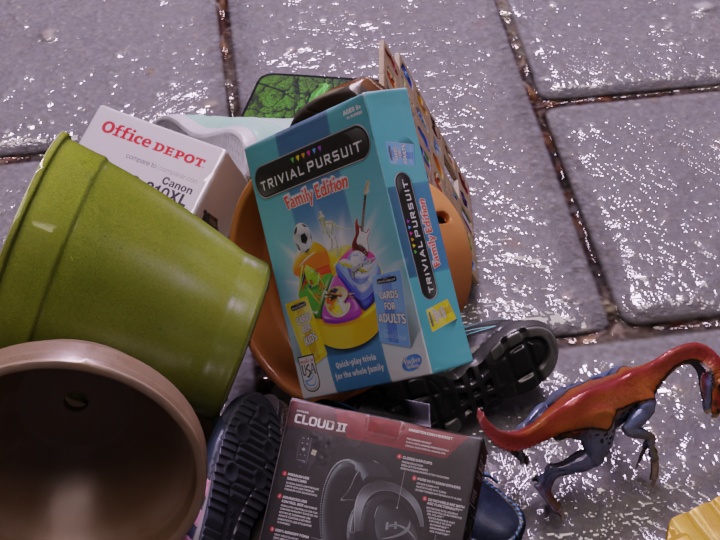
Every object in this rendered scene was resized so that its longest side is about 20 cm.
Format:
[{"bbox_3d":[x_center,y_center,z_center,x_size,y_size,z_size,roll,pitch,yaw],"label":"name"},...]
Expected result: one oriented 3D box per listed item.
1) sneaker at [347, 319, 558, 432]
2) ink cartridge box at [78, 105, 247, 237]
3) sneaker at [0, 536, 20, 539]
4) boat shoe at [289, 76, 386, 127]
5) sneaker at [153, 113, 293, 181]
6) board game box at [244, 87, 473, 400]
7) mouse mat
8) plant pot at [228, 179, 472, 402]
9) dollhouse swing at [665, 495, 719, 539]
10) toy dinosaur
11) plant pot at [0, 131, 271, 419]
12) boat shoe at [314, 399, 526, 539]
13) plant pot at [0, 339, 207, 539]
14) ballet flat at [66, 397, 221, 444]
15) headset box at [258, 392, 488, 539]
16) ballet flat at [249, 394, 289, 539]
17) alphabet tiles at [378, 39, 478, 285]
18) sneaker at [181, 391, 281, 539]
[{"bbox_3d":[0.072,0.097,1.178,0.198,0.076,0.079,-22,19,-12],"label":"sneaker"},{"bbox_3d":[-0.208,-0.029,1.230,0.143,0.084,0.202,20,73,20],"label":"ink cartridge box"},{"bbox_3d":[-0.275,0.238,1.019,0.073,0.082,0.202,-2,45,-1],"label":"sneaker"},{"bbox_3d":[-0.027,-0.117,1.229,0.075,0.200,0.074,39,55,-6],"label":"boat shoe"},{"bbox_3d":[-0.123,-0.118,1.373,0.117,0.075,0.199,-8,13,-39],"label":"sneaker"},{"bbox_3d":[-0.006,-0.015,1.022,0.047,0.203,0.150,-12,-3,-41],"label":"board game box"},{"bbox_3d":[-0.057,-0.145,1.438,0.158,0.008,0.201,5,45,13],"label":"mouse mat"},{"bbox_3d":[0.000,0.000,1.160,0.139,0.202,0.200,-12,41,-42],"label":"plant pot"},{"bbox_3d":[0.337,0.184,1.001,0.198,0.177,0.182,-20,48,-17],"label":"dollhouse swing"},{"bbox_3d":[0.209,0.115,1.097,0.181,0.200,0.105,-39,67,6],"label":"toy dinosaur"},{"bbox_3d":[-0.177,0.023,1.070,0.191,0.201,0.202,21,46,-6],"label":"plant pot"},{"bbox_3d":[0.037,0.167,1.080,0.197,0.069,0.085,20,56,7],"label":"boat shoe"},{"bbox_3d":[-0.207,0.118,0.974,0.198,0.203,0.093,-4,33,-3],"label":"plant pot"},{"bbox_3d":[-0.202,0.100,1.168,0.197,0.064,0.069,16,47,16],"label":"ballet flat"},{"bbox_3d":[0.006,0.190,1.005,0.147,0.077,0.203,9,76,11],"label":"headset box"},{"bbox_3d":[-0.082,0.189,1.093,0.067,0.046,0.202,-21,40,28],"label":"ballet flat"},{"bbox_3d":[0.063,-0.109,1.272,0.007,0.201,0.168,-22,32,16],"label":"alphabet tiles"},{"bbox_3d":[-0.121,0.183,1.035,0.081,0.070,0.202,-12,47,38],"label":"sneaker"}]
